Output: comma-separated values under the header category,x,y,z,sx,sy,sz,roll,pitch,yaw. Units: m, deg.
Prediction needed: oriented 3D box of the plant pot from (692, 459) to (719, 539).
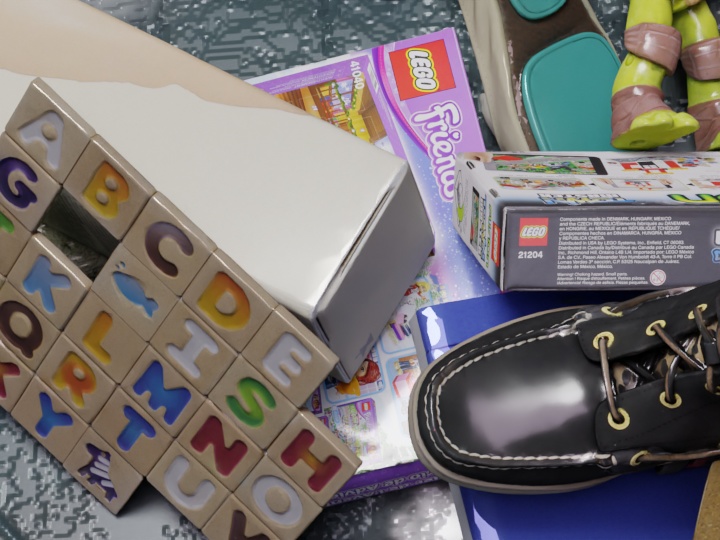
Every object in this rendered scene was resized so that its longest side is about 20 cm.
category,x,y,z,sx,sy,sz,roll,pitch,yaw
plant pot,0.221,0.137,0.802,0.200,0.186,0.187,10,70,13

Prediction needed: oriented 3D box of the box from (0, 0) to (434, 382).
category,x,y,z,sx,sy,sz,roll,pitch,yaw
box,-0.075,-0.039,0.919,0.200,0.095,0.078,27,76,17

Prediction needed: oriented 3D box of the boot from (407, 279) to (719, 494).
category,x,y,z,sx,sy,sz,roll,pitch,yaw
boot,0.125,0.031,0.786,0.200,0.151,0.073,-4,76,-10

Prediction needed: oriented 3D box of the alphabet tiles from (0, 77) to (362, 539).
category,x,y,z,sx,sy,sz,roll,pitch,yaw
alphabet tiles,-0.095,0.038,0.902,0.200,0.167,0.008,43,44,5

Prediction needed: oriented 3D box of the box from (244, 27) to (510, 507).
category,x,y,z,sx,sy,sz,roll,pitch,yaw
box,0.000,0.000,0.963,0.137,0.039,0.200,-14,68,3

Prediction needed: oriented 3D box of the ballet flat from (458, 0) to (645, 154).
category,x,y,z,sx,sy,sz,roll,pitch,yaw
ballet flat,0.075,-0.104,0.975,0.069,0.069,0.200,-17,93,1

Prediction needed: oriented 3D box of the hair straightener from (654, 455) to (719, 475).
category,x,y,z,sx,sy,sz,roll,pitch,yaw
hair straightener,0.180,0.045,0.891,0.200,0.041,0.077,-2,75,-9

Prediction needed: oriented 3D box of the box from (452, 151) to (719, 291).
category,x,y,z,sx,sy,sz,roll,pitch,yaw
box,0.145,-0.022,0.892,0.200,0.110,0.035,0,105,-7

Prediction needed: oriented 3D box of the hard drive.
category,x,y,z,sx,sy,sz,roll,pitch,yaw
hard drive,0.107,0.102,0.885,0.132,0.025,0.200,-9,73,-16

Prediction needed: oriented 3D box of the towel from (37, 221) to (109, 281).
category,x,y,z,sx,sy,sz,roll,pitch,yaw
towel,-0.220,-0.034,1.010,0.200,0.036,0.149,-13,68,3

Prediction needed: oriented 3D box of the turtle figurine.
category,x,y,z,sx,sy,sz,roll,pitch,yaw
turtle figurine,0.130,-0.133,0.946,0.064,0.200,0.162,-13,75,37
